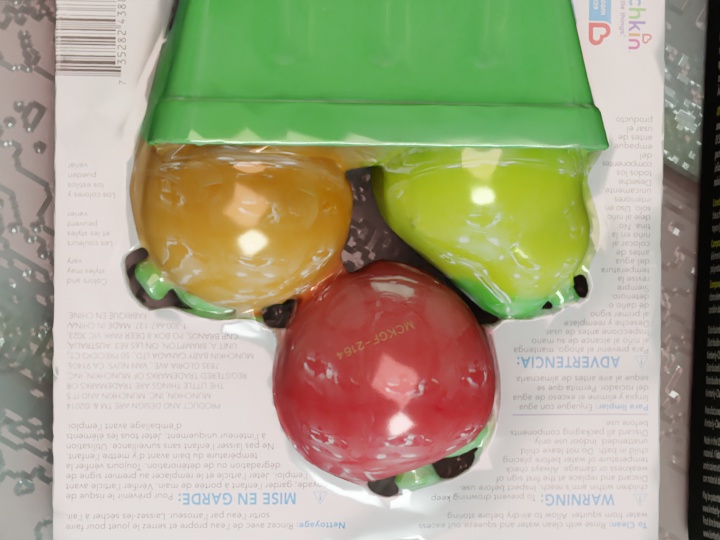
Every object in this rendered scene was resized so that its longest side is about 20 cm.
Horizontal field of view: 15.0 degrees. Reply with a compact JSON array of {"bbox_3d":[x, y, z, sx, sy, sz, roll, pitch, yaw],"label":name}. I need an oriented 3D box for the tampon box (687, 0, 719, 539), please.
[{"bbox_3d":[0.186,-0.009,0.813,0.150,0.126,0.201,3,89,-8],"label":"tampon box"}]

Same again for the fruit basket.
[{"bbox_3d":[0.000,0.000,0.818,0.185,0.094,0.201,0,98,-7],"label":"fruit basket"}]
